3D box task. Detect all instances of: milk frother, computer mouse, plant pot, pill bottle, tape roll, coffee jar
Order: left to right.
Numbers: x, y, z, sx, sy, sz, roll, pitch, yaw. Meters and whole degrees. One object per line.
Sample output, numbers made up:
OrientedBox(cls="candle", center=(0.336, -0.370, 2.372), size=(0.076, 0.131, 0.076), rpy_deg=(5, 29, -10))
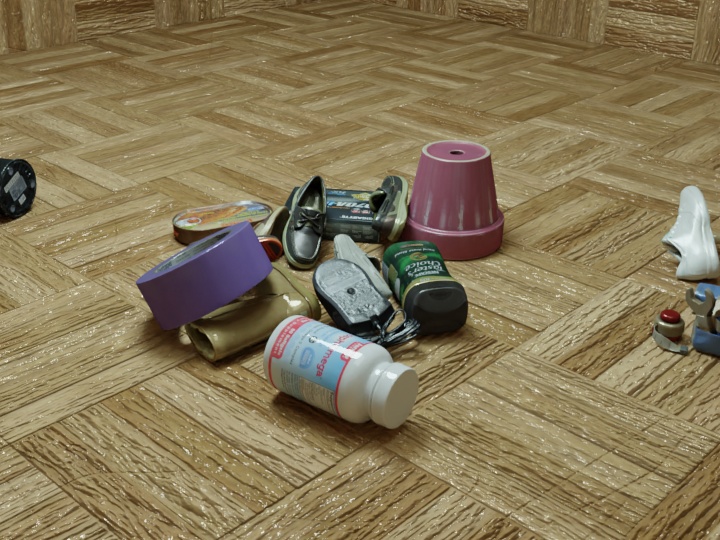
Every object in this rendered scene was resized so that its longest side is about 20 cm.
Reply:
OrientedBox(cls="milk frother", center=(-0.773, -0.199, 1.840), size=(0.187, 0.201, 0.181), rpy_deg=(8, 31, 16))
OrientedBox(cls="tape roll", center=(-0.242, 0.006, 1.462), size=(0.199, 0.085, 0.200), rpy_deg=(-26, 11, 6))
OrientedBox(cls="pill bottle", center=(-0.026, 0.139, 1.265), size=(0.199, 0.110, 0.109), rpy_deg=(18, 31, 32))
OrientedBox(cls="computer mouse", center=(-0.009, 0.063, 1.456), size=(0.138, 0.053, 0.200), rpy_deg=(-21, 51, -19))
OrientedBox(cls="coffee jar", center=(0.104, 0.027, 1.527), size=(0.103, 0.086, 0.200), rpy_deg=(-5, 27, -11))
OrientedBox(cls="plant pot", center=(0.175, -0.141, 1.768), size=(0.198, 0.180, 0.200), rpy_deg=(0, 26, 0))

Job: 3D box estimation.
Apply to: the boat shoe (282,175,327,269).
OrientedBox(cls="boat shoe", center=(-0.099, -0.094, 1.722), size=(0.073, 0.065, 0.201), rpy_deg=(12, 49, -14))

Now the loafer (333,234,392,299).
OrientedBox(cls="loafer", center=(0.000, 0.000, 1.600), size=(0.069, 0.070, 0.200), rpy_deg=(-11, 37, -11))

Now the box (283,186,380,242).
OrientedBox(cls="box", center=(-0.049, -0.113, 1.855), size=(0.198, 0.046, 0.159), rpy_deg=(5, 26, 7))

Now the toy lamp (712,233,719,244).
OrientedBox(cls="toy lamp", center=(0.694, -0.058, 1.751), size=(0.198, 0.059, 0.058), rpy_deg=(7, 26, 10))

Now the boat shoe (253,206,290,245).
OrientedBox(cls="boat shoe", center=(-0.186, -0.056, 1.709), size=(0.071, 0.073, 0.200), rpy_deg=(3, 36, 19))

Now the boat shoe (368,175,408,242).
OrientedBox(cls="boat shoe", center=(0.049, -0.129, 1.763), size=(0.066, 0.072, 0.201), rpy_deg=(23, 31, -15))

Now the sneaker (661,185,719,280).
OrientedBox(cls="sneaker", center=(0.587, -0.070, 1.700), size=(0.088, 0.075, 0.201), rpy_deg=(-9, 50, 15))

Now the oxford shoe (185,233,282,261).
OrientedBox(cls="oxford shoe", center=(-0.223, -0.040, 1.602), size=(0.199, 0.071, 0.073), rpy_deg=(-10, 46, 19))

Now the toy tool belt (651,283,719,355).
OrientedBox(cls="toy tool belt", center=(0.551, 0.062, 1.424), size=(0.199, 0.124, 0.125), rpy_deg=(12, 28, 23))

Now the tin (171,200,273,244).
OrientedBox(cls="tin", center=(-0.265, -0.092, 1.819), size=(0.199, 0.042, 0.112), rpy_deg=(-11, 24, -23))

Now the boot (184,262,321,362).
OrientedBox(cls="boot", center=(-0.186, 0.059, 1.479), size=(0.199, 0.067, 0.175), rpy_deg=(-19, 31, -32))
